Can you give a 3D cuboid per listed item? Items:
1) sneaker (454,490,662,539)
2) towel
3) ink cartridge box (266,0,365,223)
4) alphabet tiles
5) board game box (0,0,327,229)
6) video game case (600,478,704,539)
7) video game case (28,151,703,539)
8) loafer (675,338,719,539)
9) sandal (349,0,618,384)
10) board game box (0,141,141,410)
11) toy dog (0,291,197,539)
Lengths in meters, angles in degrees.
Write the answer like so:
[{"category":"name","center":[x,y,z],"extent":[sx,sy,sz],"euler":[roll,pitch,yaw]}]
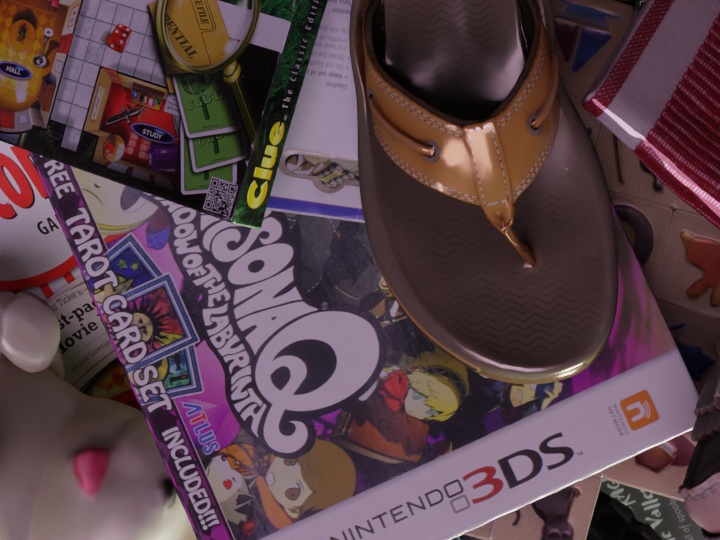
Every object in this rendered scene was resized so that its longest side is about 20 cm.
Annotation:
[{"category":"sneaker","center":[0.040,0.085,0.869],"extent":[0.079,0.075,0.200],"euler":[-39,90,25]},{"category":"towel","center":[0.176,-0.035,0.765],"extent":[0.200,0.144,0.023],"euler":[38,141,-5]},{"category":"ink cartridge box","center":[0.003,-0.116,0.766],"extent":[0.099,0.039,0.201],"euler":[9,91,4]},{"category":"alphabet tiles","center":[0.056,-0.004,0.823],"extent":[0.165,0.006,0.201],"euler":[15,86,1]},{"category":"board game box","center":[-0.102,-0.092,0.770],"extent":[0.199,0.023,0.105],"euler":[19,93,30]},{"category":"video game case","center":[0.169,0.098,0.917],"extent":[0.181,0.023,0.201],"euler":[-19,115,18]},{"category":"video game case","center":[0.000,0.000,0.801],"extent":[0.180,0.036,0.201],"euler":[-23,86,-2]},{"category":"loafer","center":[0.154,0.010,0.782],"extent":[0.063,0.200,0.072],"euler":[49,144,-9]},{"category":"sandal","center":[0.034,-0.062,0.718],"extent":[0.080,0.054,0.201],"euler":[-7,91,2]},{"category":"board game box","center":[-0.125,-0.027,0.881],"extent":[0.151,0.046,0.201],"euler":[-24,112,21]},{"category":"toy dog","center":[-0.149,0.090,0.847],"extent":[0.199,0.140,0.195],"euler":[12,135,4]}]
